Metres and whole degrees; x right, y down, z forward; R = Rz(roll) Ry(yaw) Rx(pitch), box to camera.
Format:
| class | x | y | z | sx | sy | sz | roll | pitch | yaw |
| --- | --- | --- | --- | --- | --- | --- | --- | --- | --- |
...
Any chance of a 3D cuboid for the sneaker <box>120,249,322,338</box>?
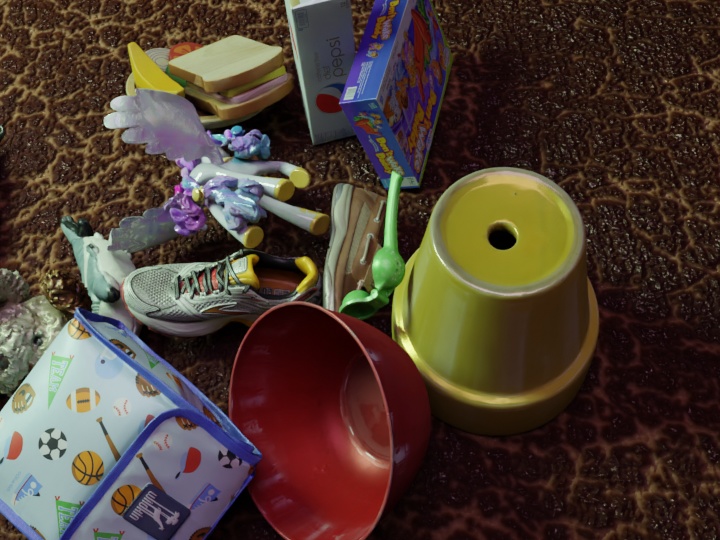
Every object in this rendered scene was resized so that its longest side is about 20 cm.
| class | x | y | z | sx | sy | sz | roll | pitch | yaw |
| --- | --- | --- | --- | --- | --- | --- | --- | --- | --- |
| sneaker | -0.132 | 0.011 | 0.816 | 0.195 | 0.083 | 0.079 | -2 | 55 | -15 |

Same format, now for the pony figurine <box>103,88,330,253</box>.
| class | x | y | z | sx | sy | sz | roll | pitch | yaw |
| --- | --- | --- | --- | --- | --- | --- | --- | --- | --- |
| pony figurine | -0.153 | -0.089 | 0.862 | 0.198 | 0.170 | 0.191 | 27 | 25 | 32 |

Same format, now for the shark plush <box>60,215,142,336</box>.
| class | x | y | z | sx | sy | sz | roll | pitch | yaw |
| --- | --- | --- | --- | --- | --- | --- | --- | --- | --- |
| shark plush | -0.280 | 0.010 | 0.863 | 0.083 | 0.091 | 0.201 | -45 | 68 | 12 |

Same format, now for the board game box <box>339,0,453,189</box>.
| class | x | y | z | sx | sy | sz | roll | pitch | yaw |
| --- | --- | --- | --- | --- | --- | --- | --- | --- | --- |
| board game box | 0.046 | -0.213 | 0.933 | 0.044 | 0.135 | 0.203 | -1 | 55 | 27 |

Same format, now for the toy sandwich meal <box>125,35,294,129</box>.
| class | x | y | z | sx | sy | sz | roll | pitch | yaw |
| --- | --- | --- | --- | --- | --- | --- | --- | --- | --- |
| toy sandwich meal | -0.179 | -0.233 | 0.974 | 0.200 | 0.071 | 0.207 | 1 | 40 | -1 |

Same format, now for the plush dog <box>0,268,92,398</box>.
| class | x | y | z | sx | sy | sz | roll | pitch | yaw |
| --- | --- | --- | --- | --- | --- | --- | --- | --- | --- |
| plush dog | -0.338 | 0.068 | 0.798 | 0.169 | 0.161 | 0.204 | 20 | 100 | 2 |

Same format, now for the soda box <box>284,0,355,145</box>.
| class | x | y | z | sx | sy | sz | roll | pitch | yaw |
| --- | --- | --- | --- | --- | --- | --- | --- | --- | --- |
| soda box | -0.040 | -0.234 | 0.915 | 0.062 | 0.202 | 0.069 | -13 | 57 | -5 |

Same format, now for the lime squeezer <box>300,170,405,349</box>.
| class | x | y | z | sx | sy | sz | roll | pitch | yaw |
| --- | --- | --- | --- | --- | --- | --- | --- | --- | --- |
| lime squeezer | -0.002 | 0.010 | 0.757 | 0.070 | 0.038 | 0.202 | 34 | 96 | 25 |

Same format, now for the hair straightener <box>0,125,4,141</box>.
| class | x | y | z | sx | sy | sz | roll | pitch | yaw |
| --- | --- | --- | --- | --- | --- | --- | --- | --- | --- |
| hair straightener | -0.422 | -0.090 | 0.926 | 0.040 | 0.078 | 0.204 | -5 | 58 | 3 |

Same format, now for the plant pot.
| class | x | y | z | sx | sy | sz | roll | pitch | yaw |
| --- | --- | --- | --- | --- | --- | --- | --- | --- | --- |
| plant pot | 0.122 | 0.018 | 0.755 | 0.196 | 0.190 | 0.204 | -2 | 57 | 4 |

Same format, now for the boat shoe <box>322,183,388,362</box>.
| class | x | y | z | sx | sy | sz | roll | pitch | yaw |
| --- | --- | --- | --- | --- | --- | --- | --- | --- | --- |
| boat shoe | 0.000 | 0.000 | 0.843 | 0.070 | 0.076 | 0.204 | 5 | 62 | 0 |

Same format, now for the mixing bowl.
| class | x | y | z | sx | sy | sz | roll | pitch | yaw |
| --- | --- | --- | --- | --- | --- | --- | --- | --- | --- |
| mixing bowl | -0.013 | 0.124 | 0.718 | 0.107 | 0.202 | 0.201 | -5 | 46 | -47 |

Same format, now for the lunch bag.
| class | x | y | z | sx | sy | sz | roll | pitch | yaw |
| --- | --- | --- | --- | --- | --- | --- | --- | --- | --- |
| lunch bag | -0.203 | 0.160 | 0.707 | 0.199 | 0.124 | 0.171 | 39 | 87 | 9 |
